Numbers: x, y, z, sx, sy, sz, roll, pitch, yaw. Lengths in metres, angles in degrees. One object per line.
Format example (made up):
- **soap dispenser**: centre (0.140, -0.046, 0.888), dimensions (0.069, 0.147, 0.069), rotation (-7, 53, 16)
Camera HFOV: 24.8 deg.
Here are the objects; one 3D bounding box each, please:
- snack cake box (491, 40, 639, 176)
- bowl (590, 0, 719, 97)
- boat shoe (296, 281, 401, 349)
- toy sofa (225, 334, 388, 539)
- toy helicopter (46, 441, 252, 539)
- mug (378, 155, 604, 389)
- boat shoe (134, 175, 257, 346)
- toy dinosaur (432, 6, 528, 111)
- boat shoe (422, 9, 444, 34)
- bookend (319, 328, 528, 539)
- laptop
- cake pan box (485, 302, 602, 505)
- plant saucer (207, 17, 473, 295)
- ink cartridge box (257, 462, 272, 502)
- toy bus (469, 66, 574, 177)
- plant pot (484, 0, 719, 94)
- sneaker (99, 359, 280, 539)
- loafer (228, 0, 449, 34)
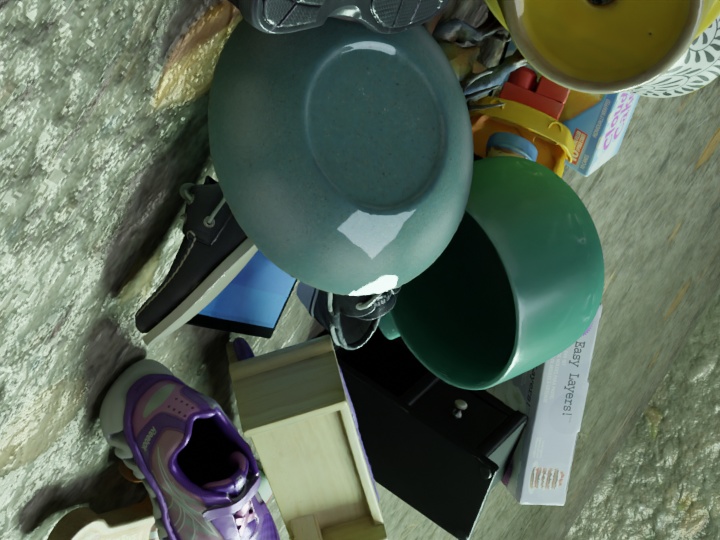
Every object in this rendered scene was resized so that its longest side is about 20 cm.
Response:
- **snack cake box**: centre (0.195, -0.199, 1.419), dimensions (0.067, 0.114, 0.201), rotation (-35, 150, -47)
- **bowl**: centre (0.199, -0.222, 1.283), dimensions (0.094, 0.200, 0.202), rotation (-27, 145, -43)
- **boat shoe**: centre (0.000, 0.000, 1.142), dimensions (0.071, 0.068, 0.200), rotation (-28, 163, -22)
- **toy sofa**: centre (-0.040, 0.133, 1.280), dimensions (0.082, 0.098, 0.201), rotation (-15, 136, 0)
- **toy helicopter**: centre (-0.155, 0.181, 1.206), dimensions (0.199, 0.079, 0.133), rotation (0, 121, -61)
- **mug**: centre (0.091, -0.008, 1.189), dimensions (0.114, 0.184, 0.154), rotation (-22, 118, -33)
- **boat shoe**: centre (-0.086, -0.040, 1.067), dimensions (0.200, 0.063, 0.073), rotation (-48, 179, 1)
- **toy dinosaur**: centre (0.056, -0.135, 1.234), dimensions (0.180, 0.105, 0.200), rotation (-30, 162, -19)
- **boat shoe**: centre (0.030, -0.200, 1.110), dimensions (0.068, 0.071, 0.202), rotation (-132, -117, -76)
- **bookend**: centre (0.075, 0.109, 1.466), dimensions (0.198, 0.199, 0.093), rotation (-35, 151, -46)
- **laptop**: centre (-0.016, -0.026, 1.178), dimensions (0.177, 0.198, 0.105), rotation (17, 63, -71)
- **cake pan box**: centre (0.152, 0.088, 1.500), dimensions (0.052, 0.184, 0.202), rotation (4, 107, -18)
- **plant saucer**: centre (0.000, -0.087, 1.024), dimensions (0.201, 0.202, 0.039), rotation (-47, -162, -28)
- **ink cartridge box**: centre (-0.121, 0.240, 1.416), dimensions (0.162, 0.050, 0.200), rotation (-56, 158, -5)
- **toy bus**: centre (0.122, -0.086, 1.350), dimensions (0.200, 0.135, 0.194), rotation (-48, 161, -81)
- **plant pot**: centre (0.166, -0.217, 1.111), dimensions (0.189, 0.199, 0.202), rotation (-73, -177, -61)
- **sneaker**: centre (-0.102, 0.153, 1.146), dimensions (0.081, 0.088, 0.201), rotation (-49, 127, -31)
- **loafer**: centre (-0.014, -0.183, 0.975), dimensions (0.199, 0.063, 0.072), rotation (-15, 133, -51)
